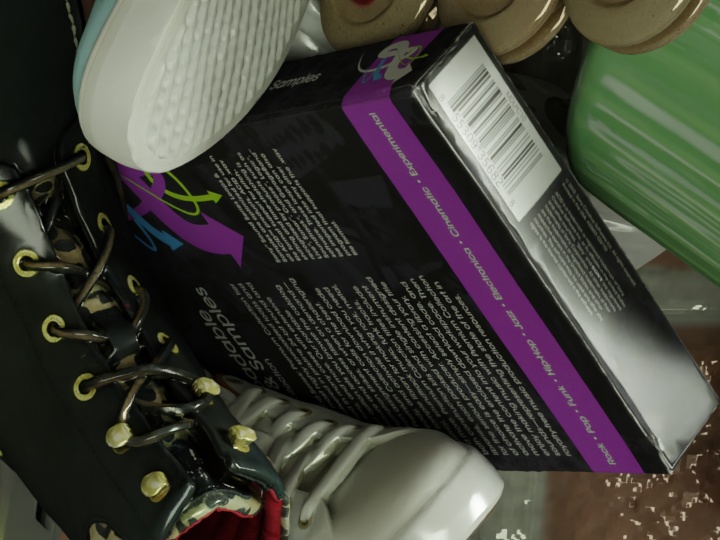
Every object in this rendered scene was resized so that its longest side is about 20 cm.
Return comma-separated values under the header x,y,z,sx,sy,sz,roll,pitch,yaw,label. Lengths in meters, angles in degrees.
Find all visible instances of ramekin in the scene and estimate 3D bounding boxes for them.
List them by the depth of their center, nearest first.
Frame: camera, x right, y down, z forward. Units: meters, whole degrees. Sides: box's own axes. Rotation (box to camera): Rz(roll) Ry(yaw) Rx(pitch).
x,y,z,sx,sy,sz,roll,pitch,yaw,label
0.146,-0.081,0.709,0.098,0.200,0.200,32,108,15,ramekin

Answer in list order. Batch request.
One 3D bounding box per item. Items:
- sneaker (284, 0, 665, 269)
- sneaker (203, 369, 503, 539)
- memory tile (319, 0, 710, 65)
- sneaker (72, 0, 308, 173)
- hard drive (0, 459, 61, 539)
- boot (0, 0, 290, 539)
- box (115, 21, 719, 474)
x,y,z,sx,sy,sz,roll,pitch,yaw,label
0.005,-0.038,0.783,0.200,0.078,0.099,34,112,-12,sneaker
-0.035,0.070,0.768,0.085,0.200,0.073,50,61,-14,sneaker
0.058,-0.154,0.675,0.017,0.153,0.201,21,78,-40,memory tile
-0.055,-0.110,0.704,0.082,0.200,0.074,11,140,16,sneaker
-0.182,0.139,0.806,0.200,0.132,0.027,-39,109,11,hard drive
-0.078,0.007,0.707,0.073,0.154,0.204,-23,139,-29,boot
0.000,0.000,0.743,0.036,0.200,0.143,-49,116,-30,box
